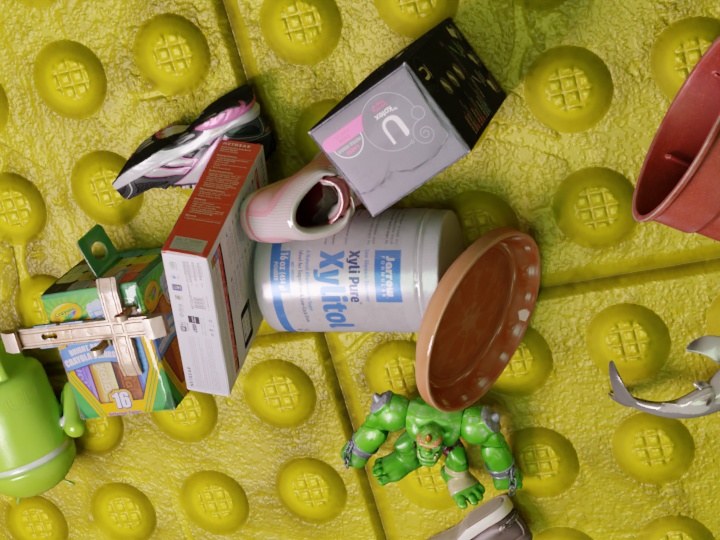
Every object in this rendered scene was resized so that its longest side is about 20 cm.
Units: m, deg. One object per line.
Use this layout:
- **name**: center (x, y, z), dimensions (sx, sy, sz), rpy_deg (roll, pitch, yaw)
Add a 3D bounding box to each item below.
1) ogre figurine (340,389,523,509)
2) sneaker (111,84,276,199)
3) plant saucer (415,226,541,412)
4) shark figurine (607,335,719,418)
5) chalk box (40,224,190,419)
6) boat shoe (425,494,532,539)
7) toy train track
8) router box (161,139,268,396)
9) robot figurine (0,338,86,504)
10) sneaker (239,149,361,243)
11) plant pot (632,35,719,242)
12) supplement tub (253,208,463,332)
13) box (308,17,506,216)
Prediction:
- **ogre figurine**: center (0.078, 0.188, 1.556), dimensions (0.200, 0.098, 0.120), rpy_deg (21, 135, 24)
- **sneaker**: center (-0.178, -0.115, 1.518), dimensions (0.200, 0.080, 0.086), rpy_deg (-23, 114, 29)
- **plant saucer**: center (0.117, 0.048, 1.434), dimensions (0.032, 0.200, 0.201), rpy_deg (26, 119, 31)
- **shark figurine**: center (0.365, 0.118, 1.454), dimensions (0.214, 0.089, 0.128), rpy_deg (-32, 66, 17)
- **chalk box**: center (-0.265, 0.048, 1.579), dimensions (0.124, 0.125, 0.200), rpy_deg (-7, 110, 19)
- **boat shoe**: center (0.105, 0.331, 1.616), dimensions (0.200, 0.072, 0.060), rpy_deg (-35, 95, 19)
- **toy train track**: center (-0.302, 0.071, 1.513), dimensions (0.200, 0.033, 0.115), rpy_deg (-6, 109, 20)
- **router box**: center (-0.140, -0.002, 1.460), dimensions (0.049, 0.180, 0.200), rpy_deg (8, 134, 13)
- **robot figurine**: center (-0.415, 0.183, 1.681), dimensions (0.175, 0.116, 0.200), rpy_deg (-17, 106, 9)
- **sneaker**: center (-0.018, -0.086, 1.407), dimensions (0.105, 0.200, 0.075), rpy_deg (2, 121, 56)
- **plant pot**: center (0.387, -0.094, 1.305), dimensions (0.195, 0.201, 0.201), rpy_deg (26, 116, -4)
- **supplement tub**: center (0.000, 0.000, 1.479), dimensions (0.200, 0.132, 0.132), rpy_deg (-1, 111, 17)
- **box**: center (0.051, -0.153, 1.364), dimensions (0.122, 0.200, 0.106), rpy_deg (-34, 99, 25)
